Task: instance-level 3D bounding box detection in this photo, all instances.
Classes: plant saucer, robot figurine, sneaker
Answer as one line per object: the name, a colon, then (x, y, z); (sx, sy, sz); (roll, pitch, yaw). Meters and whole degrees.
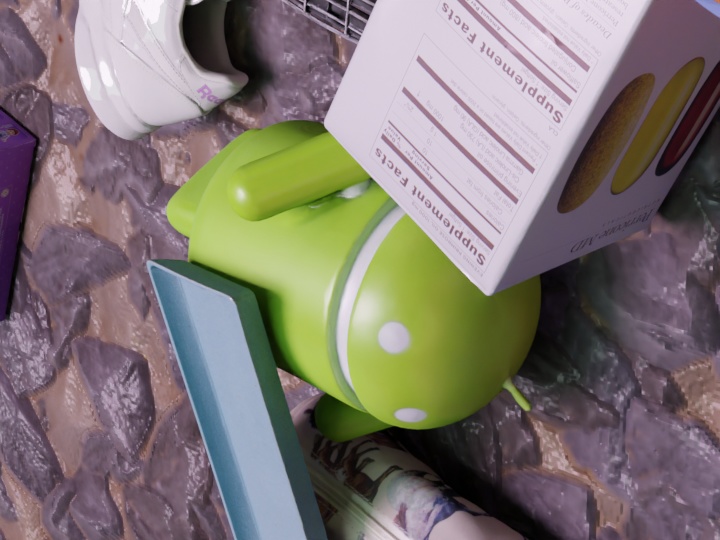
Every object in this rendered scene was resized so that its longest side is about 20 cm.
plant saucer: (-0.050, 0.084, 0.937); (0.070, 0.019, 0.201); (21, 136, 46)
robot figurine: (0.000, 0.000, 0.921); (0.199, 0.116, 0.176); (25, 145, 38)
sneaker: (-0.109, -0.173, 1.014); (0.099, 0.075, 0.202); (-11, 98, 28)

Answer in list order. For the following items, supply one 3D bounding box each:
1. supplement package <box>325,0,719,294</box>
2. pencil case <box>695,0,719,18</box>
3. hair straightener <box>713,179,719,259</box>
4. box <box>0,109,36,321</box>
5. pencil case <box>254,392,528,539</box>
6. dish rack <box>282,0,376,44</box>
supplement package: (0.088, -0.109, 0.782); (0.110, 0.113, 0.201); (46, 134, 23)
pencil case: (0.184, -0.078, 0.659); (0.199, 0.089, 0.088); (35, 148, -30)
hair straightener: (0.217, 0.007, 0.770); (0.200, 0.041, 0.077); (39, 130, 34)
box: (-0.287, -0.072, 1.242); (0.200, 0.039, 0.138); (38, 128, 29)
pencil case: (0.031, 0.139, 0.967); (0.199, 0.078, 0.089); (35, 172, 32)
dish rack: (0.008, -0.202, 0.883); (0.153, 0.054, 0.201); (34, 129, 33)
